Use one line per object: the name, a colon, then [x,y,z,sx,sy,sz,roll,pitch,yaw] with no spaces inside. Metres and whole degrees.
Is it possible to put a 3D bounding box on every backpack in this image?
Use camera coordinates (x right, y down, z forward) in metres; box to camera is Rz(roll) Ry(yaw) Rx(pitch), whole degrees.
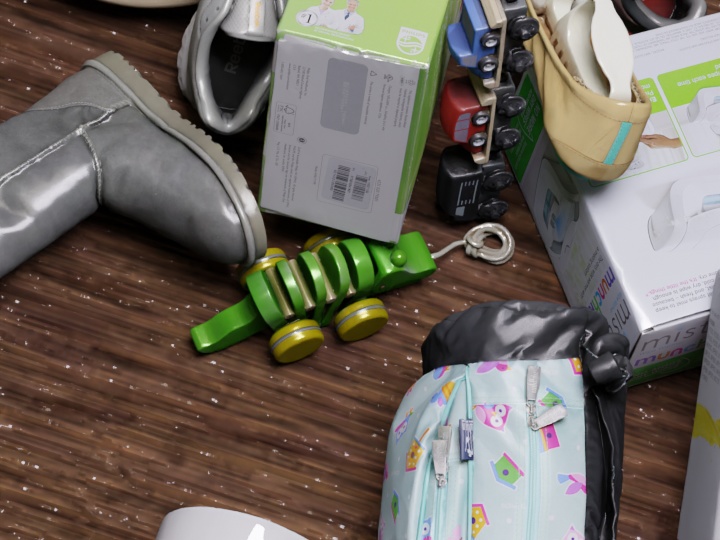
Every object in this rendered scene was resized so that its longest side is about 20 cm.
backpack: [0.073,0.126,1.222,0.126,0.167,0.201,4,78,3]

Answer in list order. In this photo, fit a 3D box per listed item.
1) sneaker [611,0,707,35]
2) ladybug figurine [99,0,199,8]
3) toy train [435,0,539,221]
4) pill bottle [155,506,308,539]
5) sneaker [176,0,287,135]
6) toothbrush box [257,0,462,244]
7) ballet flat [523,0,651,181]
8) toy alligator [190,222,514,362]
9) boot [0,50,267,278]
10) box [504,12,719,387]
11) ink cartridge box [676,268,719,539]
sneaker: [0.138,-0.212,1.370,0.200,0.082,0.077,42,86,-21]
ladybug figurine: [-0.104,-0.224,1.377,0.199,0.072,0.136,-10,97,-2]
toy train: [0.065,-0.089,1.284,0.046,0.200,0.034,-10,57,-10]
pill bottle: [-0.084,0.227,1.164,0.113,0.114,0.201,17,65,0]
sneaker: [-0.055,-0.168,1.305,0.075,0.201,0.092,5,20,-9]
toothbrush box: [0.010,-0.141,1.304,0.086,0.146,0.200,13,50,3]
ballet flat: [0.118,-0.139,1.286,0.068,0.063,0.201,2,51,-25]
toy alligator: [0.000,0.000,1.313,0.199,0.054,0.059,-19,70,-16]
boot: [-0.176,-0.022,1.284,0.200,0.073,0.182,-31,54,-27]
box: [0.207,-0.049,1.342,0.199,0.097,0.177,-16,69,-15]
ink cartridge box: [0.249,0.105,1.233,0.144,0.083,0.201,6,98,-4]
